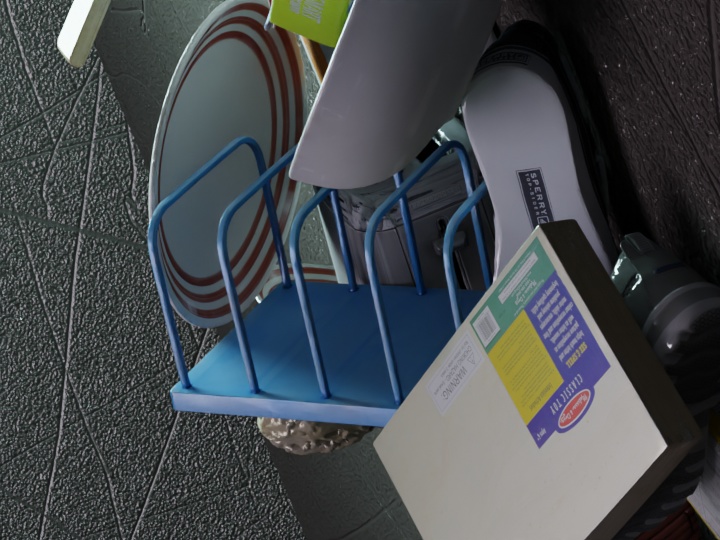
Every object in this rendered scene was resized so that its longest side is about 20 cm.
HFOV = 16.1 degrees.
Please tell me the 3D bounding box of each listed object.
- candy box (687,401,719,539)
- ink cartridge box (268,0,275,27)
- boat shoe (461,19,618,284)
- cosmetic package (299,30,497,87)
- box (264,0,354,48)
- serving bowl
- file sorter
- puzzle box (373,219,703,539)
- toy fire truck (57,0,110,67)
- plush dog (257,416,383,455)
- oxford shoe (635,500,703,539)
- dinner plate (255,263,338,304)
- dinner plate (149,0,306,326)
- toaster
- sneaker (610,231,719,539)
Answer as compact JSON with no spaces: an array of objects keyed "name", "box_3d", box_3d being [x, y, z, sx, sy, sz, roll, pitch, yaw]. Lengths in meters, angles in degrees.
[{"name":"candy box","box_3d":[0.172,0.077,1.362,0.200,0.026,0.102,55,167,46]},{"name":"ink cartridge box","box_3d":[-0.048,-0.262,1.420,0.161,0.050,0.200,75,-175,-48]},{"name":"boat shoe","box_3d":[0.099,-0.036,1.339,0.068,0.072,0.200,-64,-37,-54]},{"name":"cosmetic package","box_3d":[0.010,-0.157,1.498,0.101,0.071,0.200,66,170,-12]},{"name":"box","box_3d":[-0.003,-0.194,1.300,0.048,0.122,0.200,23,168,0]},{"name":"serving bowl","box_3d":[0.031,-0.125,1.243,0.066,0.200,0.200,22,169,-2]},{"name":"file sorter","box_3d":[0.000,0.000,1.428,0.200,0.139,0.123,2,118,29]},{"name":"puzzle box","box_3d":[0.084,0.085,1.273,0.133,0.025,0.200,62,141,25]},{"name":"toy fire truck","box_3d":[-0.131,-0.234,1.676,0.129,0.200,0.176,67,171,-12]},{"name":"plush dog","box_3d":[0.002,0.077,1.866,0.160,0.172,0.200,60,169,25]},{"name":"oxford shoe","box_3d":[0.165,0.165,1.453,0.200,0.071,0.074,58,-179,-15]},{"name":"dinner plate","box_3d":[0.021,0.044,1.677,0.200,0.200,0.024,49,124,59]},{"name":"dinner plate","box_3d":[-0.084,-0.066,1.520,0.024,0.200,0.200,11,144,21]},{"name":"toaster","box_3d":[0.037,-0.024,1.594,0.200,0.114,0.129,-126,17,-64]},{"name":"sneaker","box_3d":[0.134,0.067,1.290,0.082,0.075,0.200,57,140,36]}]
